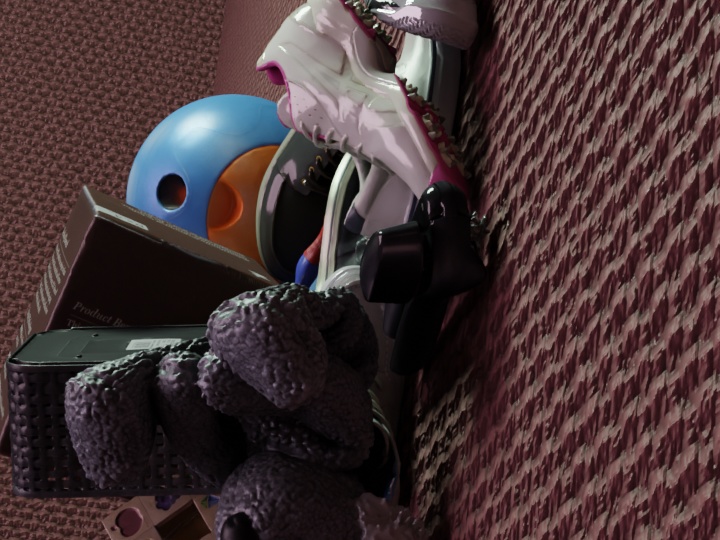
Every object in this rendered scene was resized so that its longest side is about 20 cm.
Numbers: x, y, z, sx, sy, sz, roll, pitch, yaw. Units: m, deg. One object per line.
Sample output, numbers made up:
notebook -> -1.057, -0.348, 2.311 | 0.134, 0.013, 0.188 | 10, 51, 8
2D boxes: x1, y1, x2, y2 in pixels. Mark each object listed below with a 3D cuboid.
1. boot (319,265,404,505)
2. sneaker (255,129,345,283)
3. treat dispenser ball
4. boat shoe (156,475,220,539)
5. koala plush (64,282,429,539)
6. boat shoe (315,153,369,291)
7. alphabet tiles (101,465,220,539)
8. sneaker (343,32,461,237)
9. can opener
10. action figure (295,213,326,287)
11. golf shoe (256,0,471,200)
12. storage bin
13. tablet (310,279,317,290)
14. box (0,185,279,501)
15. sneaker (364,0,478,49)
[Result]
boot -> 0.003, 0.095, 1.144 | 0.096, 0.073, 0.202 | 162, 108, -78
sneaker -> -0.024, -0.079, 1.360 | 0.106, 0.074, 0.201 | -148, 76, -70
treat dispenser ball -> -0.119, -0.064, 1.597 | 0.201, 0.199, 0.203 | -170, 90, -80
boat shoe -> -0.082, 0.175, 1.280 | 0.200, 0.072, 0.076 | -40, 34, 0
koala plush -> -0.043, 0.126, 1.019 | 0.183, 0.177, 0.201 | -4, -109, -61
boat shoe -> 0.000, 0.000, 1.258 | 0.075, 0.062, 0.201 | 88, -174, -60
alphabet tiles -> -0.079, 0.202, 1.221 | 0.200, 0.167, 0.008 | 53, 175, 40
sneaker -> 0.027, -0.109, 1.187 | 0.073, 0.070, 0.201 | 114, 165, -55
can opener -> 0.036, 0.007, 1.062 | 0.200, 0.078, 0.064 | 98, 173, -67
action figure -> -0.050, 0.062, 1.358 | 0.201, 0.065, 0.099 | -57, 24, 30
golf shoe -> 0.001, -0.100, 1.123 | 0.091, 0.075, 0.201 | -37, 56, 9
storage bin -> -0.137, 0.094, 1.189 | 0.135, 0.198, 0.095 | -93, 3, -82
tablet -> -0.020, 0.011, 1.415 | 0.130, 0.014, 0.202 | -16, 62, 58
box -> -0.181, 0.064, 1.360 | 0.201, 0.165, 0.164 | -65, 16, 3
sneaker -> 0.049, -0.232, 1.163 | 0.200, 0.075, 0.116 | -110, 37, -60
